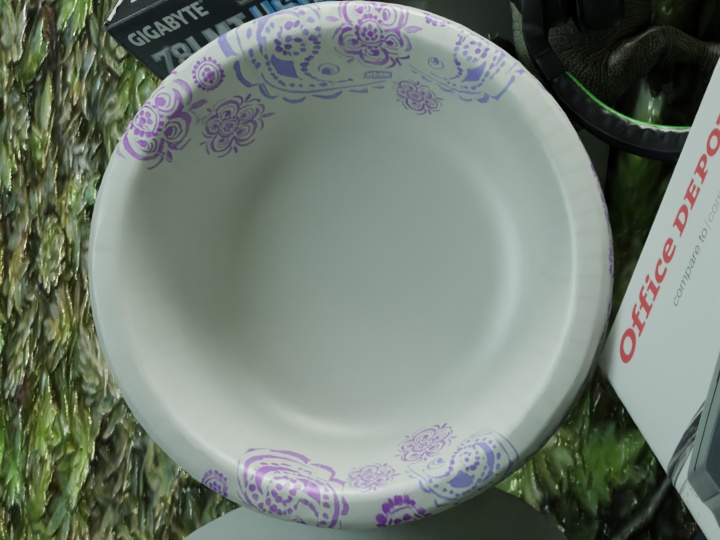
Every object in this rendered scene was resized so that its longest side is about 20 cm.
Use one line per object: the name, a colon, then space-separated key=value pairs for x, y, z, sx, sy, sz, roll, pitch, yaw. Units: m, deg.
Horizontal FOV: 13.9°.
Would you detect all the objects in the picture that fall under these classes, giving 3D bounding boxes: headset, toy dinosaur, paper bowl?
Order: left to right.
paper bowl: x=0.000 y=0.000 z=1.162 sx=0.104 sy=0.200 sz=0.202 roll=33 pitch=-118 yaw=-82
toy dinosaur: x=0.096 y=-0.121 z=1.213 sx=0.077 sy=0.102 sz=0.201 roll=-147 pitch=64 yaw=-62
headset: x=0.108 y=-0.136 z=1.152 sx=0.201 sy=0.123 sz=0.094 roll=64 pitch=-177 yaw=9

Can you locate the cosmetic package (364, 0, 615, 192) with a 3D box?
cosmetic package: x=0.049 y=-0.062 z=1.301 sx=0.090 sy=0.106 sz=0.201 roll=6 pitch=88 yaw=65

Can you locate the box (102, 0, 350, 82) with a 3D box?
box: x=-0.005 y=-0.190 z=1.296 sx=0.200 sy=0.050 sz=0.199 roll=-20 pitch=36 yaw=50

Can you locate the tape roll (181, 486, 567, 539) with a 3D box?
tape roll: x=-0.002 y=0.170 z=1.245 sx=0.203 sy=0.202 sz=0.071 roll=120 pitch=147 yaw=-42

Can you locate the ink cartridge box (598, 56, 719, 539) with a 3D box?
ink cartridge box: x=0.173 y=0.034 z=1.030 sx=0.200 sy=0.084 sz=0.145 roll=-119 pitch=42 yaw=-52

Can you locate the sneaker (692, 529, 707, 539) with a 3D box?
sneaker: x=0.163 y=0.182 z=1.069 sx=0.083 sy=0.071 sz=0.201 roll=85 pitch=176 yaw=-61
